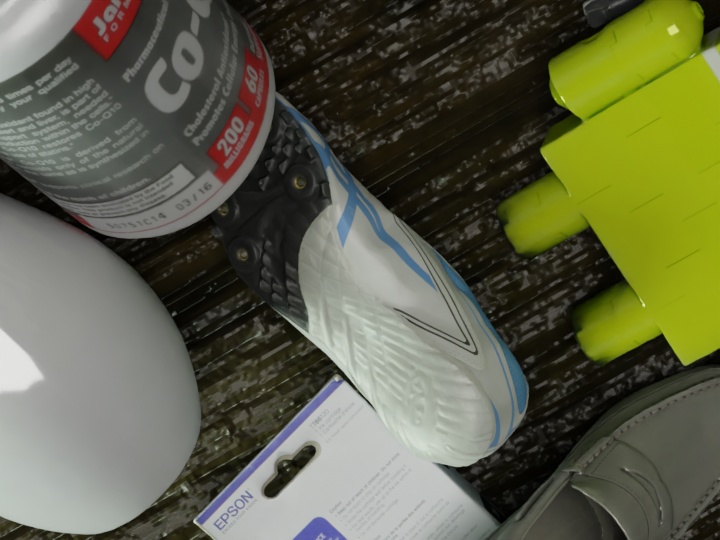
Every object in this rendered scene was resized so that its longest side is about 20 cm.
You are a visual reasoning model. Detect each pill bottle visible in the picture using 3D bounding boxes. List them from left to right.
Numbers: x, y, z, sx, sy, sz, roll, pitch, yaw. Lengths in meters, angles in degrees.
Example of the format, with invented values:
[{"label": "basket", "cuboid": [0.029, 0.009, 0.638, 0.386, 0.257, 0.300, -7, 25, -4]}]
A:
[{"label": "pill bottle", "cuboid": [-0.126, -0.103, 0.943, 0.114, 0.114, 0.200, -39, 144, 6]}]

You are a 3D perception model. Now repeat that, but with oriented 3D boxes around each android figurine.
[{"label": "android figurine", "cuboid": [0.163, -0.037, 1.028, 0.199, 0.041, 0.183, -28, 104, 26]}]

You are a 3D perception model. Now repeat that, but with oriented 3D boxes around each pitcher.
[{"label": "pitcher", "cuboid": [-0.174, 0.019, 1.020, 0.200, 0.171, 0.121, 48, 70, -30]}]

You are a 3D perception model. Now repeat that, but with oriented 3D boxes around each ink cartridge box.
[{"label": "ink cartridge box", "cuboid": [0.025, 0.143, 1.094, 0.099, 0.039, 0.200, -44, 102, 6]}]

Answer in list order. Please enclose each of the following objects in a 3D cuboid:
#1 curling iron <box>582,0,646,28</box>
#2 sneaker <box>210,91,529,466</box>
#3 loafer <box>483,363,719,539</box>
[{"label": "curling iron", "cuboid": [0.194, -0.143, 1.035, 0.199, 0.026, 0.050, -16, 93, 8]}, {"label": "sneaker", "cuboid": [0.000, 0.000, 1.055, 0.072, 0.072, 0.200, -38, 89, 28]}, {"label": "loafer", "cuboid": [0.110, 0.114, 1.052, 0.200, 0.070, 0.070, -41, 99, -17]}]
